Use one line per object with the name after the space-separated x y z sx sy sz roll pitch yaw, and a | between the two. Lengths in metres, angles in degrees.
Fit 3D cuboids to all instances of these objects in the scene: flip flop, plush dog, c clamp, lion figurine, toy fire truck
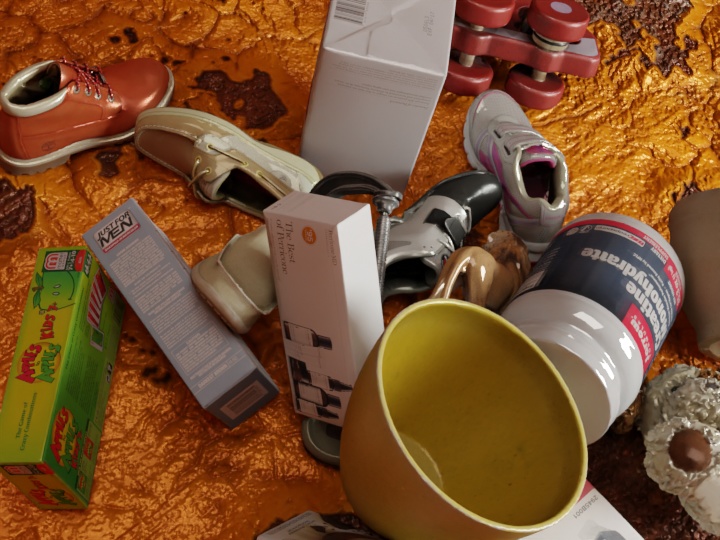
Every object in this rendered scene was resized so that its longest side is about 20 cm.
0.046 0.145 1.099 0.198 0.058 0.082 7 54 -3 | flip flop
0.325 0.157 1.116 0.199 0.161 0.172 -8 42 -10 | plush dog
0.000 0.000 1.127 0.027 0.170 0.201 16 71 -46 | c clamp
0.112 0.014 1.137 0.072 0.200 0.123 17 89 15 | lion figurine
0.166 -0.275 1.356 0.199 0.113 0.168 10 39 -6 | toy fire truck

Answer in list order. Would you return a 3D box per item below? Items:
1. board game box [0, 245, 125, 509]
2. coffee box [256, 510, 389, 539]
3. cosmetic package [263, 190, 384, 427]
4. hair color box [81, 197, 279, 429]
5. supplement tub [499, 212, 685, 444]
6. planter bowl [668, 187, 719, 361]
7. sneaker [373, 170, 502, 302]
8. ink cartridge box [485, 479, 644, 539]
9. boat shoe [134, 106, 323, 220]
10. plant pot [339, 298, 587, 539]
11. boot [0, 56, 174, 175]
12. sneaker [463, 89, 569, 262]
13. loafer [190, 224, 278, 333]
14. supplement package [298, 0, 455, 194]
-0.255 0.091 1.045 0.047 0.102 0.201 -3 58 11 | board game box
0.019 0.265 0.951 0.199 0.113 0.080 17 95 18 | coffee box
-0.026 0.037 1.045 0.082 0.201 0.051 11 31 33 | cosmetic package
-0.160 0.040 1.093 0.061 0.099 0.200 -37 70 -4 | hair color box
0.206 0.052 1.118 0.140 0.141 0.200 32 46 9 | supplement tub
0.393 0.018 1.174 0.199 0.200 0.136 11 73 -4 | planter bowl
0.071 -0.024 1.187 0.199 0.074 0.088 -32 46 -17 | sneaker
0.181 0.280 1.030 0.145 0.085 0.200 -35 73 -26 | ink cartridge box
-0.136 -0.100 1.204 0.199 0.074 0.067 19 52 1 | boat shoe
0.061 0.145 0.985 0.199 0.142 0.201 21 46 -23 | plant pot
-0.269 -0.174 1.205 0.199 0.107 0.075 -31 67 -27 | boot
0.170 -0.113 1.257 0.081 0.088 0.201 -9 62 -22 | sneaker
-0.094 -0.003 1.090 0.068 0.200 0.076 -41 96 13 | loafer
0.012 -0.186 1.208 0.119 0.200 0.122 11 57 -4 | supplement package
